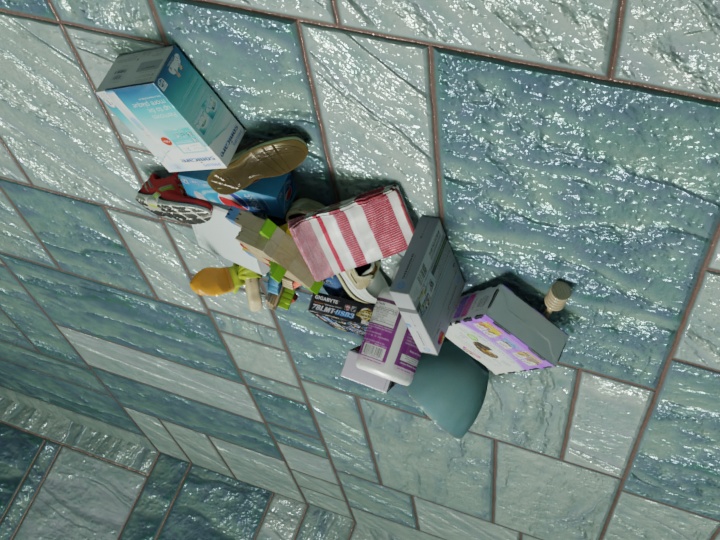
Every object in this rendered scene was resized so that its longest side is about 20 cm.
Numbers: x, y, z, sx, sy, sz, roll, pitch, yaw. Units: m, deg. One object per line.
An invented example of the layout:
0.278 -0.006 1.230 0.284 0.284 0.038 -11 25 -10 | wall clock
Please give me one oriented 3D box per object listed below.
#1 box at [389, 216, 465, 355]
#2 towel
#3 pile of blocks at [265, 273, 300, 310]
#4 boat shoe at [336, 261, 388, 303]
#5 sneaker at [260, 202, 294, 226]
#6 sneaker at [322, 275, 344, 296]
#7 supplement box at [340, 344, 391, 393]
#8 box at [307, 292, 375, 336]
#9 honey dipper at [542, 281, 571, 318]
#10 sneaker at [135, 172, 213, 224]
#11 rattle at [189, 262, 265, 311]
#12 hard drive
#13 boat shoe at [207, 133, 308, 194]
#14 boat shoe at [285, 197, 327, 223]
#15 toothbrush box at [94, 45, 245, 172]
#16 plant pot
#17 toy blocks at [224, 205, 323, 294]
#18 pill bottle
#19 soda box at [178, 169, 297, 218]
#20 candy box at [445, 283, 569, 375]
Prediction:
0.120 0.029 1.606 0.041 0.157 0.201 9 150 28 | box
-0.009 -0.060 1.571 0.197 0.023 0.145 -19 133 8 | towel
-0.154 0.035 1.911 0.061 0.083 0.201 20 152 6 | pile of blocks
0.000 0.000 1.737 0.068 0.076 0.200 -6 145 40 | boat shoe
-0.162 -0.075 1.730 0.078 0.078 0.200 27 151 -4 | sneaker
-0.084 -0.004 1.778 0.078 0.090 0.201 9 149 28 | sneaker
0.029 0.211 2.011 0.107 0.062 0.200 20 -179 7 | supplement box
0.012 0.104 1.881 0.196 0.050 0.200 16 170 17 | box
0.336 0.078 1.658 0.038 0.038 0.201 20 155 7 | honey dipper
-0.347 -0.145 1.735 0.198 0.086 0.077 17 166 37 | sneaker
-0.262 0.030 1.874 0.131 0.142 0.200 63 172 -11 | rattle
-0.258 -0.076 1.757 0.199 0.026 0.133 22 138 41 | hard drive
-0.172 -0.192 1.545 0.198 0.065 0.073 -17 137 26 | boat shoe
-0.035 -0.069 1.620 0.198 0.065 0.073 20 114 2 | boat shoe
-0.307 -0.258 1.510 0.145 0.086 0.200 2 147 35 | toothbrush box
0.185 0.222 1.892 0.200 0.135 0.200 44 -171 -8 | plant pot
-0.160 -0.043 1.629 0.136 0.101 0.200 24 169 40 | toy blocks
0.072 0.101 1.706 0.111 0.203 0.112 20 174 2 | pill bottle
-0.217 -0.156 1.638 0.197 0.068 0.064 14 151 18 | soda box
0.255 0.113 1.703 0.167 0.072 0.200 36 158 -14 | candy box
